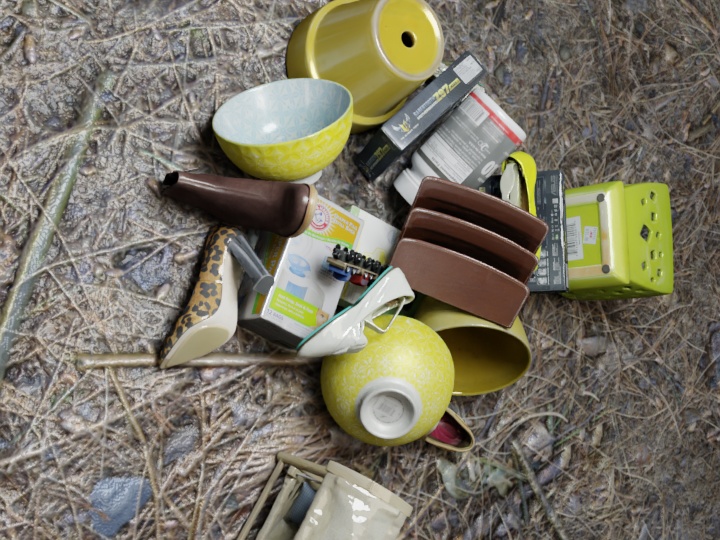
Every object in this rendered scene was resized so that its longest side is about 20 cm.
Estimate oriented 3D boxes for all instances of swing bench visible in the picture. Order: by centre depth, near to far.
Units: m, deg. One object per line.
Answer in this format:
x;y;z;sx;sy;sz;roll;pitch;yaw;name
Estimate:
-0.065;0.367;1.140;0.130;0.199;0.200;39;65;-24;swing bench

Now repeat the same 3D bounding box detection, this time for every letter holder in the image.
0.156;-0.031;1.231;0.198;0.143;0.101;22;38;1;letter holder

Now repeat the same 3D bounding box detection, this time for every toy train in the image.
0.000;0.000;1.214;0.046;0.034;0.200;-68;157;0;toy train

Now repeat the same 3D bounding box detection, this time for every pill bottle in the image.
0.154;-0.178;1.351;0.114;0.114;0.200;38;104;-25;pill bottle

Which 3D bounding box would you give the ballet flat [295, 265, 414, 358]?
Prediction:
0.001;0.070;1.166;0.200;0.069;0.070;-39;106;-28;ballet flat

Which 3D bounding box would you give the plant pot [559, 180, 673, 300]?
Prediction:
0.414;-0.052;1.492;0.181;0.198;0.202;3;83;-46;plant pot

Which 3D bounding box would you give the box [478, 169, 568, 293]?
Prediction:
0.265;-0.061;1.432;0.051;0.156;0.202;15;73;-69;box

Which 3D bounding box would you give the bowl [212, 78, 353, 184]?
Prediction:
-0.100;-0.180;1.207;0.200;0.199;0.108;-36;133;-31;bowl

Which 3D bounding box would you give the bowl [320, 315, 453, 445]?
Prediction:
0.039;0.176;1.218;0.198;0.108;0.202;0;111;1;bowl

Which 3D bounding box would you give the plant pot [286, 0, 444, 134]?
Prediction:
0.019;-0.322;1.280;0.199;0.188;0.203;4;84;-34;plant pot

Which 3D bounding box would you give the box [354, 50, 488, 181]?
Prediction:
0.090;-0.235;1.317;0.200;0.158;0.051;-43;91;-18;box

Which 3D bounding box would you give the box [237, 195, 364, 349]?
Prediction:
-0.090;-0.001;1.223;0.112;0.101;0.201;29;69;-29;box

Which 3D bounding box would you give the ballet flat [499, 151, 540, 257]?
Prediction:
0.248;-0.093;1.368;0.067;0.066;0.202;8;80;-52;ballet flat

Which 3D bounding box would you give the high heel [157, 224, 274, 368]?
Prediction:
-0.220;0.032;1.174;0.200;0.143;0.071;-42;142;2;high heel

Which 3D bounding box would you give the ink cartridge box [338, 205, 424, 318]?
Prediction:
0.036;0.007;1.342;0.199;0.048;0.147;26;71;-27;ink cartridge box

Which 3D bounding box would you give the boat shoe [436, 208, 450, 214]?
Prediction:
0.185;-0.064;1.329;0.199;0.068;0.074;45;36;-34;boat shoe

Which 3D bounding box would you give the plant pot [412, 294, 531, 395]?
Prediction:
0.164;0.086;1.352;0.199;0.200;0.143;27;45;-29;plant pot

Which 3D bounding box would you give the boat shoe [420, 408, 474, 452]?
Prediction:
0.104;0.228;1.342;0.199;0.066;0.074;29;88;-28;boat shoe

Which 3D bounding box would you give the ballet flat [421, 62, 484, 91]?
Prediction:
0.125;-0.324;1.429;0.199;0.072;0.072;25;71;-28;ballet flat

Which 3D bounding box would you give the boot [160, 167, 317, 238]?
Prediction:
-0.163;-0.094;1.126;0.165;0.199;0.073;14;82;-30;boot
